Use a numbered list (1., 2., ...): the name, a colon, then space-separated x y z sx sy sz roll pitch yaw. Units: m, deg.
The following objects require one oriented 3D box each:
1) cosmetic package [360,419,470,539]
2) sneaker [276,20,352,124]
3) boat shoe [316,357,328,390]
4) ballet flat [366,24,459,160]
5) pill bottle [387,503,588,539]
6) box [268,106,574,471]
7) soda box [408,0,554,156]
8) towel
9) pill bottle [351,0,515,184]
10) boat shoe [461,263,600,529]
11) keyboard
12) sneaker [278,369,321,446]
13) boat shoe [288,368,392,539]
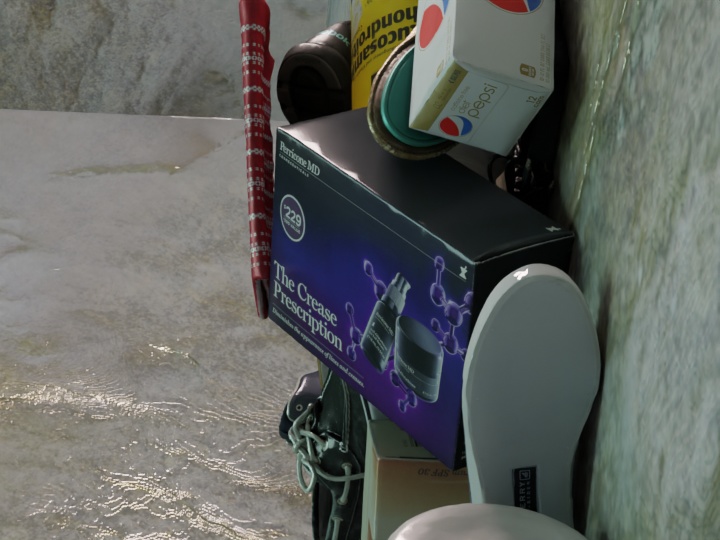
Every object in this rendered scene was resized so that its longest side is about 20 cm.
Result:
1. cosmetic package: 0.050 0.203 1.080 0.087 0.103 0.200 -104 15 -78
2. sneaker: -0.014 -0.092 1.261 0.079 0.075 0.200 -58 -25 -47
3. boat shoe: 0.000 0.000 1.172 0.071 0.069 0.200 -79 -16 -62
4. ballet flat: 0.049 -0.123 1.045 0.065 0.071 0.200 -30 15 47
5. pill bottle: 0.060 0.228 0.848 0.116 0.116 0.200 -98 12 -67
6. box: 0.029 0.005 1.019 0.200 0.079 0.141 36 129 44
7. soda box: 0.074 -0.170 0.997 0.068 0.064 0.200 124 156 -52
8. towel: -0.068 -0.077 1.175 0.145 0.022 0.200 94 173 -77
9. pill bottle: 0.050 -0.120 1.160 0.112 0.112 0.200 99 172 -58
10. boat shoe: 0.087 0.085 0.903 0.070 0.071 0.200 -107 12 -68
11. keyboard: 0.094 -0.065 1.040 0.104 0.040 0.200 -92 5 -49
12. sneaker: 0.003 0.168 1.441 0.077 0.146 0.203 102 168 -57
13. boat shoe: -0.014 0.122 1.160 0.199 0.068 0.074 89 165 -45
